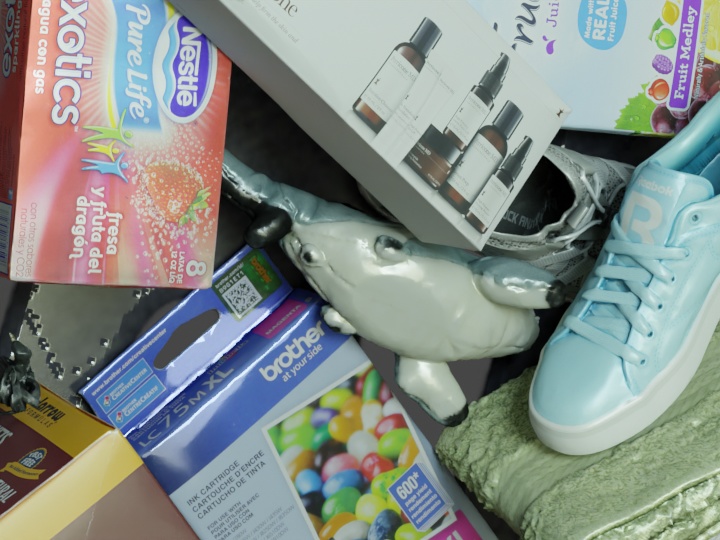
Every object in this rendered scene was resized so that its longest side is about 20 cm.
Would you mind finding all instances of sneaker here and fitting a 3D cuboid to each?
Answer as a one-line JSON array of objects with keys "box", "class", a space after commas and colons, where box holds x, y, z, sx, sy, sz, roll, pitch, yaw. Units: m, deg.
[{"box": [0.134, -0.010, 1.168, 0.200, 0.074, 0.082, -53, 137, -18], "class": "sneaker"}, {"box": [0.098, -0.022, 1.223, 0.200, 0.082, 0.075, 13, 92, -25], "class": "sneaker"}]

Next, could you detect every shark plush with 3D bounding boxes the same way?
[{"box": [0.000, 0.000, 1.192, 0.200, 0.083, 0.091, 18, 117, -18], "class": "shark plush"}]

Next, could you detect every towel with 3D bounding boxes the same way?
[{"box": [0.145, 0.067, 1.186, 0.200, 0.148, 0.036, -29, 125, -11], "class": "towel"}]

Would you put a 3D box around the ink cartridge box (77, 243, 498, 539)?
[{"box": [-0.031, 0.097, 1.207, 0.119, 0.042, 0.200, -41, 109, -14], "class": "ink cartridge box"}]

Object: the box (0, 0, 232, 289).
[{"box": [-0.117, -0.096, 1.107, 0.095, 0.103, 0.200, 3, 95, -26], "class": "box"}]

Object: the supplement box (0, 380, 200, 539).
[{"box": [-0.149, 0.191, 1.114, 0.197, 0.133, 0.200, -39, 111, -14], "class": "supplement box"}]

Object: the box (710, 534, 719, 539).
[{"box": [0.214, 0.142, 1.282, 0.144, 0.036, 0.200, -50, 139, -10], "class": "box"}]

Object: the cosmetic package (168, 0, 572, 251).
[{"box": [0.000, -0.100, 1.087, 0.200, 0.051, 0.083, 42, 71, -31], "class": "cosmetic package"}]

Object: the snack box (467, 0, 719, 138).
[{"box": [0.094, -0.153, 1.212, 0.200, 0.068, 0.169, 3, 97, -23], "class": "snack box"}]

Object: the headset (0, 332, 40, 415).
[{"box": [-0.238, 0.065, 1.079, 0.200, 0.094, 0.124, -11, 102, -11], "class": "headset"}]
